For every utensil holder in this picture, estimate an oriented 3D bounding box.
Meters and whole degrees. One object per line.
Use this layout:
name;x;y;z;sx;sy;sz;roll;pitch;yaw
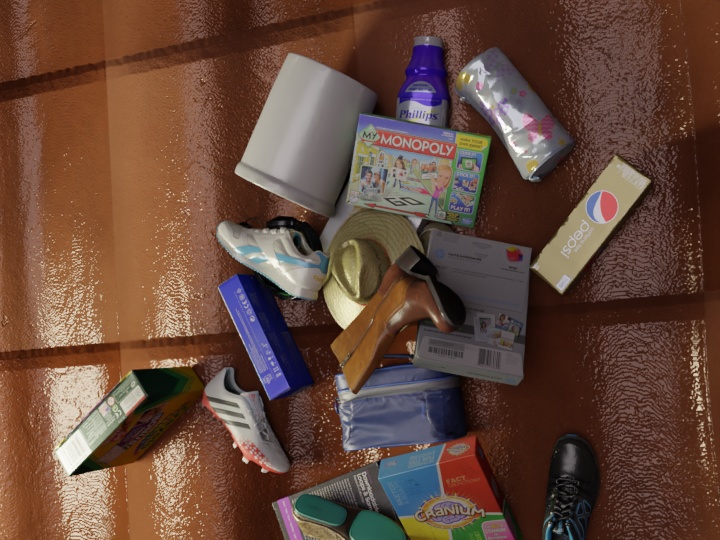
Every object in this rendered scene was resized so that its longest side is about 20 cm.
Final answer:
utensil holder;-0.080;-0.208;1.388;0.168;0.170;0.203;26;94;19

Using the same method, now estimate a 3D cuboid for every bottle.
bottle;0.096;-0.253;1.374;0.082;0.065;0.205;6;89;14

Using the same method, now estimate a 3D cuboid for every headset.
headset;-0.141;-0.033;1.434;0.199;0.093;0.126;35;111;41

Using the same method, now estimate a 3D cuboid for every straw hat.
straw hat;0.000;0.000;1.335;0.197;0.085;0.206;-4;83;28

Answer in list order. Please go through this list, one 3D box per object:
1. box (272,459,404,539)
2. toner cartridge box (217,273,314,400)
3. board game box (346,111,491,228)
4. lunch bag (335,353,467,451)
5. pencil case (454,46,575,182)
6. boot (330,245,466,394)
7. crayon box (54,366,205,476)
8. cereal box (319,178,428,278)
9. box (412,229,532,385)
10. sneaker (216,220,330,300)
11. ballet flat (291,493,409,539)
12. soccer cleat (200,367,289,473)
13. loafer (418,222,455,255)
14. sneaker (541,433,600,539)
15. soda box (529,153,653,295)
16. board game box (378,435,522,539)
box;-0.029;0.400;1.411;0.197;0.036;0.145;-25;80;19
toner cartridge box;-0.151;0.105;1.438;0.043;0.095;0.203;-30;77;16
board game box;0.085;-0.149;1.329;0.196;0.029;0.137;11;107;4
lunch bag;0.053;0.191;1.334;0.196;0.136;0.135;-9;81;18
pencil case;0.224;-0.229;1.315;0.090;0.083;0.201;-37;76;0
boot;0.041;0.085;1.223;0.201;0.068;0.189;-51;39;12
crayon box;-0.375;0.245;1.475;0.200;0.172;0.059;-44;71;14
cereal box;0.019;-0.063;1.408;0.142;0.039;0.203;30;99;21
box;0.162;0.050;1.279;0.152;0.041;0.204;10;65;-2
sneaker;-0.132;-0.033;1.365;0.198;0.076;0.082;30;99;20
ballet flat;-0.013;0.395;1.358;0.197;0.071;0.066;17;135;26
soccer cleat;-0.179;0.244;1.459;0.200;0.068;0.086;43;106;22
loafer;0.123;0.027;1.348;0.074;0.068;0.205;-12;84;25
sneaker;0.296;0.336;1.265;0.072;0.082;0.205;2;87;22
soda box;0.329;-0.062;1.276;0.064;0.068;0.201;40;102;17
board game box;0.132;0.343;1.295;0.150;0.041;0.202;-18;115;19
